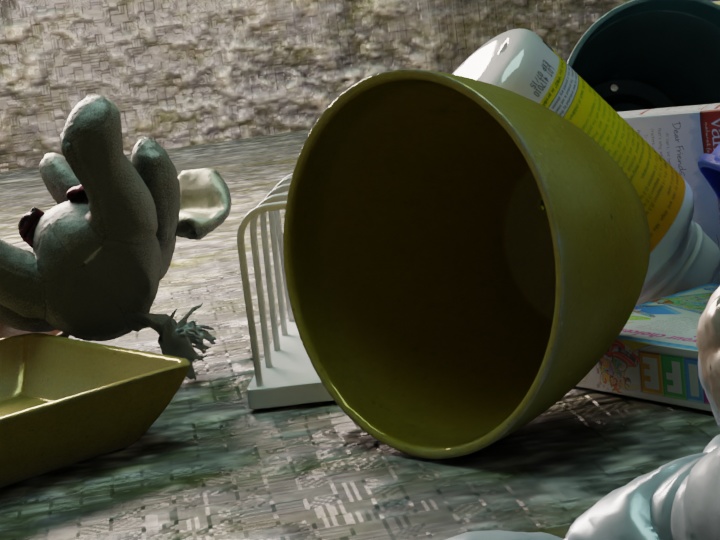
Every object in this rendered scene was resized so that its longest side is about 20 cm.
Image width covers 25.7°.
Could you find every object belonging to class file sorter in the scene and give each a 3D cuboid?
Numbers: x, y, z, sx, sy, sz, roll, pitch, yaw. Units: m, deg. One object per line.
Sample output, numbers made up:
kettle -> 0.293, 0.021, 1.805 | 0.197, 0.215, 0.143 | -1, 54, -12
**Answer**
file sorter -> 0.000, 0.000, 1.037 | 0.138, 0.125, 0.200 | -6, 10, 5

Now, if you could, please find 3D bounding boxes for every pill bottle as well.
pill bottle -> 0.135, -0.052, 1.007 | 0.109, 0.200, 0.109 | -44, 16, 17

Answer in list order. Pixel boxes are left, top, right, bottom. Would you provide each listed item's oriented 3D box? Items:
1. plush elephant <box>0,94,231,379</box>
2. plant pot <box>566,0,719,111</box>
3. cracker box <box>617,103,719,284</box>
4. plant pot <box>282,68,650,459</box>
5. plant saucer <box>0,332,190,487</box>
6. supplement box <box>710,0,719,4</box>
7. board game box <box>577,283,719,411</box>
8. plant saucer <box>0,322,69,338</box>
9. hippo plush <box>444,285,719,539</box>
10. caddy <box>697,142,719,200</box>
plush elephant -> -0.178, -0.025, 1.088 | 0.165, 0.200, 0.155 | -42, 20, 8
plant pot -> 0.261, -0.131, 1.443 | 0.199, 0.201, 0.188 | -8, -4, -5
cracker box -> 0.183, -0.045, 1.131 | 0.199, 0.134, 0.058 | -2, 10, 23
plant pot -> 0.076, -0.010, 0.856 | 0.142, 0.201, 0.200 | -9, 8, -43
plant saucer -> -0.228, 0.088, 0.920 | 0.200, 0.049, 0.200 | -16, 13, -38
supplement box -> 0.490, -0.243, 1.830 | 0.134, 0.200, 0.200 | -3, 11, 20
board game box -> 0.226, 0.044, 0.882 | 0.134, 0.034, 0.200 | -13, 12, -33
plant saucer -> -0.305, 0.067, 1.138 | 0.200, 0.035, 0.200 | -7, 9, 1
hippo plush -> 0.071, 0.082, 0.419 | 0.160, 0.160, 0.200 | -17, 28, 7
caddy -> 0.278, -0.034, 0.941 | 0.141, 0.105, 0.200 | 39, 5, 25
